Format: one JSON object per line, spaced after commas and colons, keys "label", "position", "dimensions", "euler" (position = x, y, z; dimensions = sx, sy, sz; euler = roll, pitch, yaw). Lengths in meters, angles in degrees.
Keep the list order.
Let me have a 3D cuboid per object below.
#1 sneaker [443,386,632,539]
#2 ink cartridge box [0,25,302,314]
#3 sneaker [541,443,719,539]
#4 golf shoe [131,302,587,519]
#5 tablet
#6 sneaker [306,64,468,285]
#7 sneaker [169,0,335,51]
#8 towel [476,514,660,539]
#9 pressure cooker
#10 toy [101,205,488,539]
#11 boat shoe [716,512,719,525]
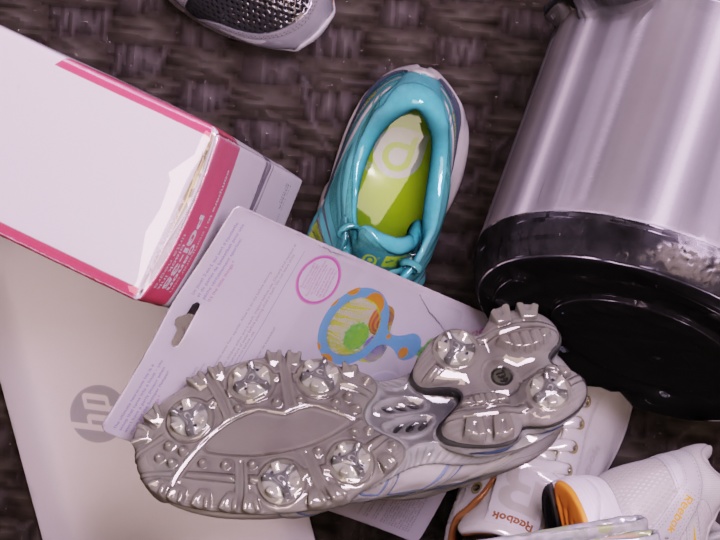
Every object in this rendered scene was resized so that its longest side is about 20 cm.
{"label": "sneaker", "position": [0.086, 0.093, 1.410], "dimensions": [0.072, 0.085, 0.201], "euler": [16, 92, 1]}
{"label": "ink cartridge box", "position": [-0.120, -0.044, 1.331], "dimensions": [0.146, 0.200, 0.083], "euler": [24, 89, 10]}
{"label": "sneaker", "position": [0.150, 0.166, 1.389], "dimensions": [0.092, 0.076, 0.201], "euler": [-21, 130, -8]}
{"label": "golf shoe", "position": [-0.001, 0.081, 1.302], "dimensions": [0.199, 0.097, 0.079], "euler": [-9, 60, -10]}
{"label": "tablet", "position": [-0.106, 0.063, 1.444], "dimensions": [0.129, 0.014, 0.201], "euler": [-15, 93, 2]}
{"label": "sneaker", "position": [0.000, 0.000, 1.406], "dimensions": [0.077, 0.080, 0.201], "euler": [13, 95, -1]}
{"label": "sneaker", "position": [-0.089, -0.182, 1.397], "dimensions": [0.078, 0.077, 0.200], "euler": [-43, 94, 1]}
{"label": "towel", "position": [0.057, 0.211, 1.286], "dimensions": [0.170, 0.048, 0.201], "euler": [-4, 101, -25]}
{"label": "pressure cooker", "position": [0.154, -0.053, 1.341], "dimensions": [0.178, 0.176, 0.201], "euler": [19, 68, 6]}
{"label": "toy", "position": [-0.021, 0.043, 1.344], "dimensions": [0.199, 0.047, 0.115], "euler": [24, 101, -38]}
{"label": "boat shoe", "position": [0.231, 0.170, 1.423], "dimensions": [0.200, 0.065, 0.073], "euler": [33, 93, -2]}
